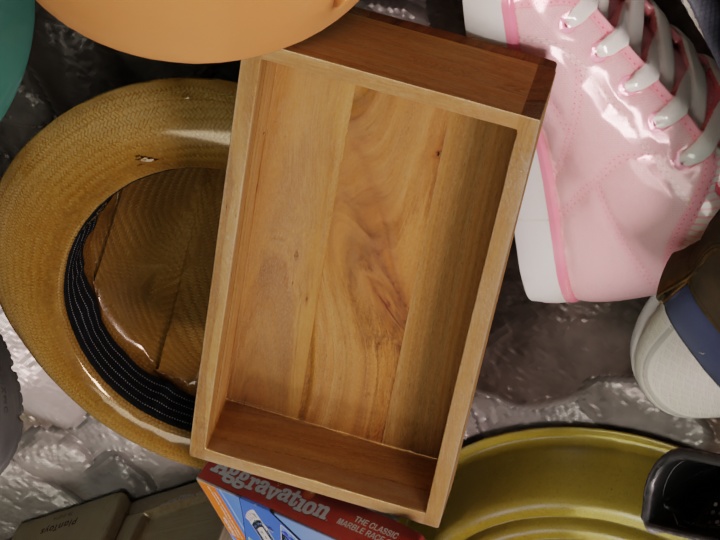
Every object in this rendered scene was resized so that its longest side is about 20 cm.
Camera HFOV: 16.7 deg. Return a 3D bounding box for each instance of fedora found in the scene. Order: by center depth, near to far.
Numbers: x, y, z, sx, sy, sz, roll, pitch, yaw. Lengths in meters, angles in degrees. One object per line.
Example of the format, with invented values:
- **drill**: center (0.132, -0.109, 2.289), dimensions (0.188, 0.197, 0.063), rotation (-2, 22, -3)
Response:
- **fedora**: center (-0.046, -0.009, 0.948), dimensions (0.200, 0.082, 0.201), rotation (10, 132, 11)

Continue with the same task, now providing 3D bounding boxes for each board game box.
- **board game box**: center (0.009, 0.151, 0.995), dimensions (0.103, 0.019, 0.200), rotation (18, 150, 34)

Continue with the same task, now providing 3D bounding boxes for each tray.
- **tray**: center (0.000, 0.000, 0.857), dimensions (0.098, 0.037, 0.200), rotation (16, 134, 5)

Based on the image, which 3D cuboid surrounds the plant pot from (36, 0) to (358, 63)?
- **plant pot**: center (-0.051, -0.156, 0.746), dimensions (0.200, 0.200, 0.140), rotation (16, 151, 6)

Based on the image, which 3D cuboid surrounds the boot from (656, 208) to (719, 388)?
- **boot**: center (0.193, 0.036, 0.820), dimensions (0.200, 0.075, 0.097), rotation (39, 153, -11)

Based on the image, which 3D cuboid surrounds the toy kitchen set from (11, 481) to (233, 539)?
- **toy kitchen set**: center (-0.099, 0.225, 1.130), dimensions (0.200, 0.163, 0.181), rotation (-19, 122, 34)

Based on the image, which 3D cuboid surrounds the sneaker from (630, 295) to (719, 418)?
- **sneaker**: center (0.182, 0.022, 0.892), dimensions (0.200, 0.081, 0.075), rotation (-19, 125, 35)

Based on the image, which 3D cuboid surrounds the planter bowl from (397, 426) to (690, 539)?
- **planter bowl**: center (0.101, 0.167, 1.056), dimensions (0.200, 0.084, 0.201), rotation (11, 135, 11)

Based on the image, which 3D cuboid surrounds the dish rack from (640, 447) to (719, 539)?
- **dish rack**: center (0.159, 0.166, 0.813), dimensions (0.153, 0.054, 0.200), rotation (10, 97, 52)

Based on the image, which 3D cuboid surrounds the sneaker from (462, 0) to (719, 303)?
- **sneaker**: center (0.097, -0.068, 0.845), dimensions (0.104, 0.075, 0.200), rotation (1, 135, 17)

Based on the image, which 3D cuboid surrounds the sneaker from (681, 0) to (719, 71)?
- **sneaker**: center (0.152, -0.075, 0.807), dimensions (0.200, 0.085, 0.077), rotation (40, 133, -18)

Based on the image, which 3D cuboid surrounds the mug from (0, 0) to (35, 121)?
- **mug**: center (-0.197, -0.080, 0.878), dimensions (0.152, 0.114, 0.185), rotation (15, 96, 4)

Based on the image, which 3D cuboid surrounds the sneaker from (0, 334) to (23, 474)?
- **sneaker**: center (-0.190, -0.009, 0.946), dimensions (0.076, 0.091, 0.200), rotation (-24, 79, 16)
